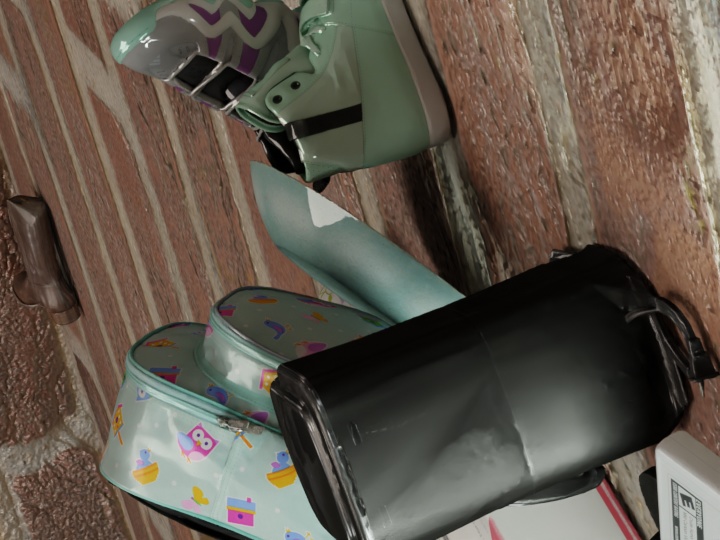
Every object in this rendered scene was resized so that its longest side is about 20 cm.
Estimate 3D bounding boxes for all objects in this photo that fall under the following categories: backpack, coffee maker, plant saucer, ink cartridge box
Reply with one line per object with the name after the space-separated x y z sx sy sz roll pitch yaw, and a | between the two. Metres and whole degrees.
-0.057 0.094 1.508 0.176 0.200 0.153 -46 -34 -72 | backpack
0.063 0.068 1.331 0.135 0.200 0.192 64 166 13 | coffee maker
0.000 0.000 1.585 0.201 0.039 0.201 35 174 4 | plant saucer
0.113 0.190 1.575 0.200 0.085 0.146 88 156 -58 | ink cartridge box

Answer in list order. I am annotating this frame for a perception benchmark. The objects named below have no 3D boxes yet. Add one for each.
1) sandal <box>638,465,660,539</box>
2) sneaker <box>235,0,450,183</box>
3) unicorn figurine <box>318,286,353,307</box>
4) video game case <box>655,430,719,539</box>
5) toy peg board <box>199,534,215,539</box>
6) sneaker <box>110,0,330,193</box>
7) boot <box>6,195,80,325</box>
0.194 0.209 1.371 0.201 0.048 0.075 69 166 -7 | sandal
-0.035 -0.153 1.531 0.074 0.118 0.200 113 134 -72 | sneaker
0.023 0.060 1.715 0.200 0.074 0.137 41 172 29 | unicorn figurine
0.222 0.198 1.227 0.182 0.023 0.200 38 149 40 | video game case
-0.033 0.187 1.718 0.098 0.200 0.199 38 173 -8 | toy peg board
-0.062 -0.110 1.580 0.078 0.200 0.140 -41 64 41 | sneaker
-0.477 -0.036 3.476 0.186 0.064 0.200 25 140 51 | boot
